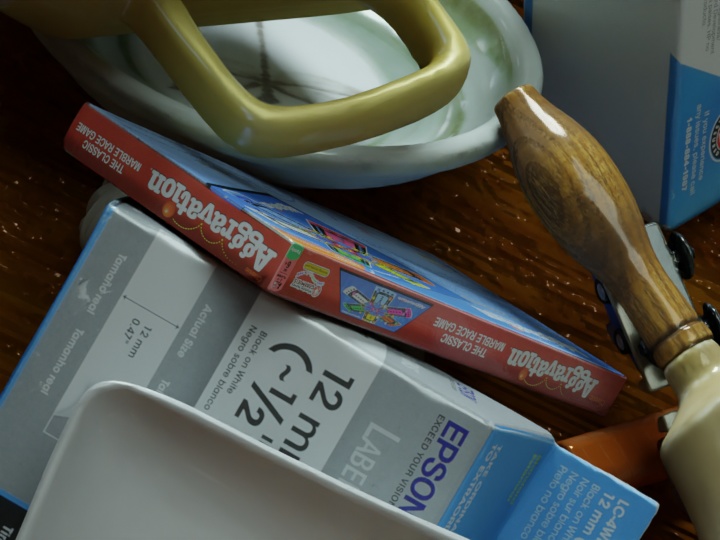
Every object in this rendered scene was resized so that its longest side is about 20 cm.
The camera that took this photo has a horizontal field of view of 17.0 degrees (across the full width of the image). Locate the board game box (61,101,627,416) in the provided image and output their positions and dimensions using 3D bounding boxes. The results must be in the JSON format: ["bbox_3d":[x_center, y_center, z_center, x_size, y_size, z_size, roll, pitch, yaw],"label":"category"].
[{"bbox_3d":[0.000,0.000,0.801,0.103,0.019,0.200,32,6,38],"label":"board game box"}]

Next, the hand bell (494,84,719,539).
[{"bbox_3d":[0.104,0.019,0.815,0.104,0.104,0.200,-22,70,-34],"label":"hand bell"}]

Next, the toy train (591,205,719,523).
[{"bbox_3d":[0.129,0.071,0.866,0.034,0.046,0.200,-19,82,-15],"label":"toy train"}]

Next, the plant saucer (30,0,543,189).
[{"bbox_3d":[-0.034,-0.080,0.895,0.200,0.050,0.200,13,34,-9],"label":"plant saucer"}]

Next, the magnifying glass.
[{"bbox_3d":[0.158,0.055,0.929,0.200,0.022,0.080,-12,64,-32],"label":"magnifying glass"}]

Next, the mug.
[{"bbox_3d":[-0.053,-0.139,0.801,0.153,0.150,0.187,-19,35,-32],"label":"mug"}]

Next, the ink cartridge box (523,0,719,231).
[{"bbox_3d":[0.160,-0.126,0.964,0.200,0.145,0.085,-27,41,-35],"label":"ink cartridge box"}]

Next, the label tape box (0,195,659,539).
[{"bbox_3d":[-0.024,0.087,0.749,0.200,0.066,0.143,30,93,0],"label":"label tape box"}]

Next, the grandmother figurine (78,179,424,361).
[{"bbox_3d":[-0.028,0.039,0.837,0.200,0.061,0.121,49,25,16],"label":"grandmother figurine"}]

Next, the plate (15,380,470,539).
[{"bbox_3d":[-0.029,0.157,0.708,0.199,0.032,0.200,25,93,-5],"label":"plate"}]
